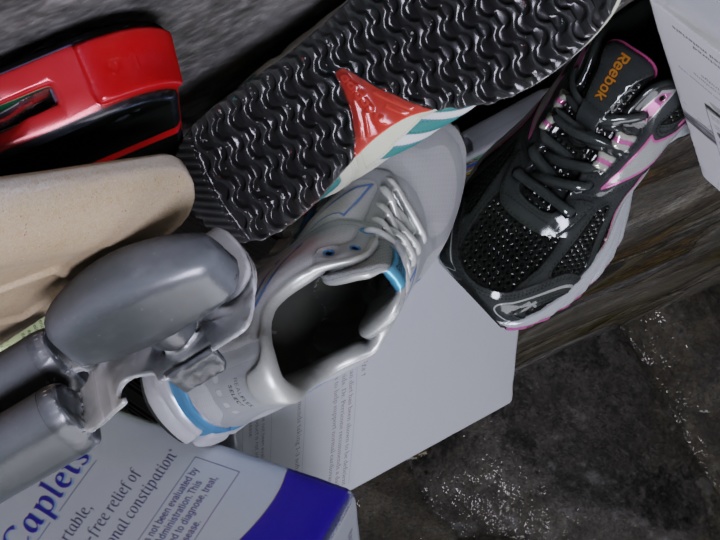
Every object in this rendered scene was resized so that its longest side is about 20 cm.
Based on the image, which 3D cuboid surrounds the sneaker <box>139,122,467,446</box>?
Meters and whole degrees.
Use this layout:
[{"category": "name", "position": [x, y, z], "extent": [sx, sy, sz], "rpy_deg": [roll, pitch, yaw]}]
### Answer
[{"category": "sneaker", "position": [0.000, 0.000, 0.812], "extent": [0.086, 0.075, 0.200], "rpy_deg": [-11, -149, 48]}]

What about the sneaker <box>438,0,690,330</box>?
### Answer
[{"category": "sneaker", "position": [0.106, -0.069, 0.883], "extent": [0.200, 0.080, 0.086], "rpy_deg": [-53, 165, -17]}]

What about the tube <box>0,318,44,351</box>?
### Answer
[{"category": "tube", "position": [-0.176, 0.032, 0.811], "extent": [0.199, 0.052, 0.058], "rpy_deg": [-21, 141, -10]}]

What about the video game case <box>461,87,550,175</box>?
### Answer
[{"category": "video game case", "position": [0.066, -0.062, 1.148], "extent": [0.199, 0.018, 0.143], "rpy_deg": [-27, 172, 34]}]

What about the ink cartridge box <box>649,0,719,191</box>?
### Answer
[{"category": "ink cartridge box", "position": [0.211, -0.103, 0.825], "extent": [0.147, 0.083, 0.200], "rpy_deg": [-46, 155, -2]}]

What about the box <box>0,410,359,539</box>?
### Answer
[{"category": "box", "position": [-0.104, 0.156, 0.848], "extent": [0.185, 0.199, 0.105], "rpy_deg": [85, 29, -46]}]

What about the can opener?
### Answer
[{"category": "can opener", "position": [-0.123, 0.042, 0.705], "extent": [0.199, 0.053, 0.066], "rpy_deg": [-33, 135, 16]}]

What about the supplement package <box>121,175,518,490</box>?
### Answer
[{"category": "supplement package", "position": [-0.027, 0.028, 0.941], "extent": [0.199, 0.117, 0.118], "rpy_deg": [-24, 128, -39]}]

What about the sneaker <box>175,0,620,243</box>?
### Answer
[{"category": "sneaker", "position": [0.017, -0.088, 0.782], "extent": [0.199, 0.070, 0.093], "rpy_deg": [-32, -169, 18]}]

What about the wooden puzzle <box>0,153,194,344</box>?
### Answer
[{"category": "wooden puzzle", "position": [-0.178, 0.017, 0.665], "extent": [0.200, 0.046, 0.185], "rpy_deg": [-36, 168, 34]}]

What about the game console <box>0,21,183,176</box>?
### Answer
[{"category": "game console", "position": [-0.159, -0.030, 0.723], "extent": [0.199, 0.031, 0.177], "rpy_deg": [-23, 177, -7]}]
